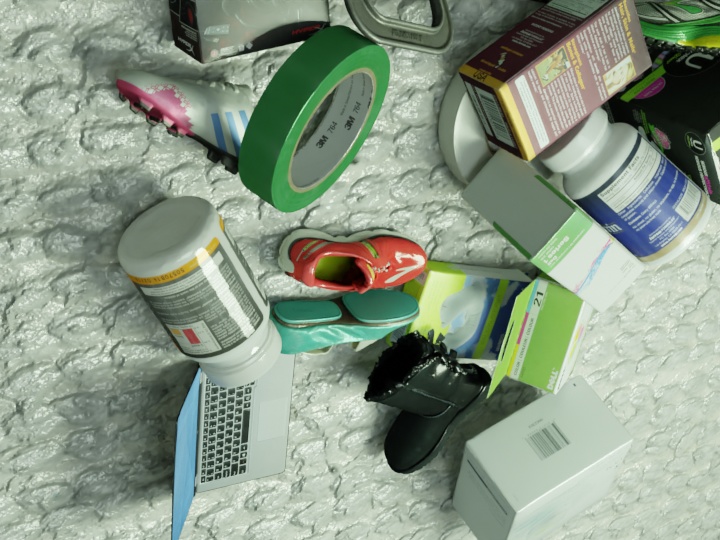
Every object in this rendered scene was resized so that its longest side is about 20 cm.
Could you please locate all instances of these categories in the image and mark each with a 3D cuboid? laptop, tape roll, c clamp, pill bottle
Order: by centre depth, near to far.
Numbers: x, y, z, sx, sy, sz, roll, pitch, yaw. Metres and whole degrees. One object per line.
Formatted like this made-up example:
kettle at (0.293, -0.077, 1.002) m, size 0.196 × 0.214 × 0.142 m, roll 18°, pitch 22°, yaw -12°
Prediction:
tape roll at (-0.046, -0.157, 1.209) m, size 0.200 × 0.048 × 0.200 m, roll -50°, pitch 162°, yaw -22°
c clamp at (0.029, -0.311, 1.213) m, size 0.200 × 0.027 × 0.171 m, roll 7°, pitch 68°, yaw -47°
pill bottle at (-0.167, 0.027, 1.247) m, size 0.116 × 0.116 × 0.200 m, roll -36°, pitch 128°, yaw -12°
laptop at (-0.148, 0.207, 1.355) m, size 0.200 × 0.116 × 0.188 m, roll -8°, pitch 119°, yaw -29°
pill bottle at (0.320, -0.108, 1.410) m, size 0.200 × 0.116 × 0.116 m, roll 40°, pitch 89°, yaw -13°
tape roll at (0.187, -0.187, 1.417) m, size 0.203 × 0.037 × 0.203 m, roll -15°, pitch 121°, yaw -27°

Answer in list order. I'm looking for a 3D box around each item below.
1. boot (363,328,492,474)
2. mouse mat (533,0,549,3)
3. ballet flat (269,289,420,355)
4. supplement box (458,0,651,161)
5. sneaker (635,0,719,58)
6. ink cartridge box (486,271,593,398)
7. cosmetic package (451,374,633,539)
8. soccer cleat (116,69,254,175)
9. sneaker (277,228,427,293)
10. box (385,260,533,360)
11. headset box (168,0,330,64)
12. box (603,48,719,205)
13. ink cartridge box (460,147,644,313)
boot at (0.064, 0.169, 1.473) m, size 0.198 × 0.073 × 0.162 m, roll -47°, pitch 140°, yaw 14°
mouse mat at (0.233, -0.395, 1.358) m, size 0.200 × 0.008 × 0.161 m, roll 1°, pitch 113°, yaw -32°
ballet flat at (-0.024, 0.066, 1.402) m, size 0.200 × 0.067 × 0.070 m, roll -5°, pitch 131°, yaw -28°
supplement box at (0.228, -0.236, 1.338) m, size 0.200 × 0.086 × 0.110 m, roll -38°, pitch 128°, yaw -11°
sneaker at (0.398, -0.309, 1.409) m, size 0.078 × 0.200 × 0.085 m, roll -2°, pitch 103°, yaw -70°
ink cartridge box at (0.241, 0.087, 1.507) m, size 0.200 × 0.076 × 0.148 m, roll -30°, pitch 138°, yaw -64°
cosmetic package at (0.247, 0.280, 1.603) m, size 0.199 × 0.123 × 0.200 m, roll -27°, pitch 152°, yaw -18°
soccer cleat at (-0.162, -0.170, 1.188) m, size 0.200 × 0.070 × 0.086 m, roll 32°, pitch 84°, yaw -44°
sneaker at (0.000, 0.000, 1.362) m, size 0.200 × 0.085 × 0.077 m, roll -2°, pitch 115°, yaw -32°
box at (0.139, 0.054, 1.507) m, size 0.200 × 0.048 × 0.122 m, roll 6°, pitch 111°, yaw -34°
headset box at (-0.114, -0.320, 1.127) m, size 0.148 × 0.075 × 0.200 m, roll -18°, pitch 122°, yaw -25°
box at (0.432, -0.198, 1.464) m, size 0.148 × 0.200 × 0.124 m, roll -38°, pitch 129°, yaw -11°
ink cartridge box at (0.237, -0.046, 1.409) m, size 0.084 × 0.145 × 0.200 m, roll -49°, pitch 139°, yaw 9°
